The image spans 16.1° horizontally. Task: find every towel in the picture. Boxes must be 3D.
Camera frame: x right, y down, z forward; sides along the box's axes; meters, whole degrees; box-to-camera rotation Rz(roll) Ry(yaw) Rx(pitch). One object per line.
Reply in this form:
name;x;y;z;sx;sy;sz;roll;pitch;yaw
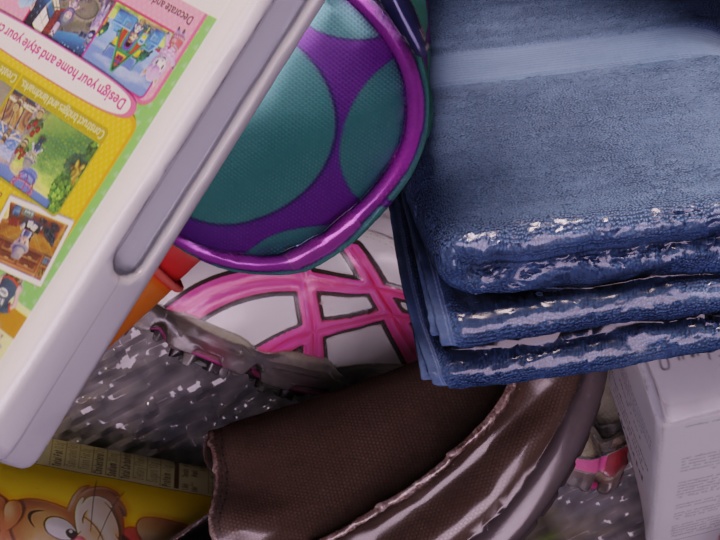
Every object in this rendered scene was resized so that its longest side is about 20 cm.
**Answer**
towel;0.062;-0.035;0.706;0.111;0.200;0.049;-7;115;0

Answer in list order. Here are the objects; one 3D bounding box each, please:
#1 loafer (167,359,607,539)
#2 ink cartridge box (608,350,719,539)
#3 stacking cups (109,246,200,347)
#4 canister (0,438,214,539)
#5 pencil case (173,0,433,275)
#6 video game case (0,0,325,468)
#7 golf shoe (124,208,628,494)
loafer;-0.014;0.070;0.729;0.200;0.073;0.071;-43;107;6
ink cartridge box;0.157;0.038;0.770;0.162;0.200;0.057;-14;73;0
stacking cups;-0.113;0.024;0.721;0.200;0.061;0.061;-44;106;2
canister;-0.091;0.126;0.822;0.199;0.087;0.149;11;109;-7
pencil case;-0.024;-0.082;0.687;0.085;0.200;0.093;-20;116;10
video game case;-0.085;-0.072;0.611;0.022;0.200;0.183;33;89;-44
golf shoe;0.000;0.000;0.792;0.199;0.073;0.093;17;93;-14
